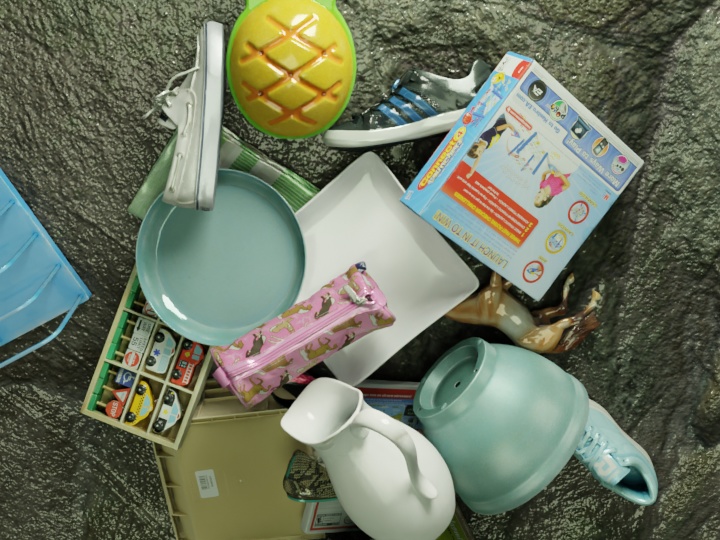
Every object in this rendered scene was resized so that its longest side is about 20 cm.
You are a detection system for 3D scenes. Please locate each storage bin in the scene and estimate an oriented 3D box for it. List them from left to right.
[{"bbox_3d":[-0.148,0.243,1.180,0.198,0.094,0.200,-6,114,3],"label":"storage bin"}]

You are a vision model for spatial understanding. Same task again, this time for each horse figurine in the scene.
[{"bbox_3d":[0.199,0.044,1.120,0.200,0.050,0.133,32,104,-11],"label":"horse figurine"}]

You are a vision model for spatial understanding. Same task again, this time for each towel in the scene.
[{"bbox_3d":[-0.150,-0.076,1.079,0.200,0.023,0.153,31,110,-13],"label":"towel"}]

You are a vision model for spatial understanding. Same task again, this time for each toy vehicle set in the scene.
[{"bbox_3d":[-0.237,0.095,1.094,0.124,0.027,0.200,19,87,4],"label":"toy vehicle set"}]

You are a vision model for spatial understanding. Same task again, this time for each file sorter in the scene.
[{"bbox_3d":[-0.436,0.003,1.058,0.139,0.123,0.200,-27,110,10],"label":"file sorter"}]

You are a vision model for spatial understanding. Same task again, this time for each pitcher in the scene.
[{"bbox_3d":[0.030,0.212,0.993,0.121,0.171,0.200,-49,115,-22],"label":"pitcher"}]

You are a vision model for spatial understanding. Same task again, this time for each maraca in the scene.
[{"bbox_3d":[-0.072,-0.235,0.966,0.137,0.107,0.200,-2,113,-7],"label":"maraca"}]

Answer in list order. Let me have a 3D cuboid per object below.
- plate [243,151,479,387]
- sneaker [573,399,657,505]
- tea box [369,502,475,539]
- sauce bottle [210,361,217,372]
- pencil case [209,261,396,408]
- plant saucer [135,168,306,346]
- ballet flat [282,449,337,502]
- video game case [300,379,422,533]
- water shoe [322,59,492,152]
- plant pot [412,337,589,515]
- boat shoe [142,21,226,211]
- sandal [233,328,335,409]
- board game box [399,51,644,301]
[{"bbox_3d":[0.000,0.000,1.063,0.200,0.032,0.200,-40,91,8],"label":"plate"},{"bbox_3d":[0.310,0.230,1.182,0.200,0.082,0.074,34,108,-14],"label":"sneaker"},{"bbox_3d":[0.031,0.405,1.157,0.200,0.197,0.134,-35,71,27],"label":"tea box"},{"bbox_3d":[-0.090,0.083,1.125,0.200,0.066,0.066,-12,113,3],"label":"sauce bottle"},{"bbox_3d":[-0.063,0.072,1.001,0.200,0.083,0.087,-30,135,-2],"label":"pencil case"},{"bbox_3d":[-0.156,-0.015,1.051,0.200,0.027,0.201,1,93,10],"label":"plant saucer"},{"bbox_3d":[0.000,0.245,1.110,0.200,0.068,0.075,15,87,-33],"label":"ballet flat"},{"bbox_3d":[0.010,0.234,1.160,0.143,0.017,0.200,8,102,-35],"label":"video game case"},{"bbox_3d":[0.052,-0.182,1.021,0.200,0.072,0.079,-12,94,-2],"label":"water shoe"},{"bbox_3d":[0.148,0.164,1.089,0.134,0.200,0.200,43,107,-16],"label":"plant pot"},{"bbox_3d":[-0.192,-0.168,0.997,0.086,0.075,0.202,5,99,-7],"label":"boat shoe"},{"bbox_3d":[-0.069,0.136,1.067,0.200,0.045,0.075,36,137,0],"label":"sandal"},{"bbox_3d":[0.178,-0.097,1.006,0.200,0.056,0.196,33,97,-30],"label":"board game box"}]
